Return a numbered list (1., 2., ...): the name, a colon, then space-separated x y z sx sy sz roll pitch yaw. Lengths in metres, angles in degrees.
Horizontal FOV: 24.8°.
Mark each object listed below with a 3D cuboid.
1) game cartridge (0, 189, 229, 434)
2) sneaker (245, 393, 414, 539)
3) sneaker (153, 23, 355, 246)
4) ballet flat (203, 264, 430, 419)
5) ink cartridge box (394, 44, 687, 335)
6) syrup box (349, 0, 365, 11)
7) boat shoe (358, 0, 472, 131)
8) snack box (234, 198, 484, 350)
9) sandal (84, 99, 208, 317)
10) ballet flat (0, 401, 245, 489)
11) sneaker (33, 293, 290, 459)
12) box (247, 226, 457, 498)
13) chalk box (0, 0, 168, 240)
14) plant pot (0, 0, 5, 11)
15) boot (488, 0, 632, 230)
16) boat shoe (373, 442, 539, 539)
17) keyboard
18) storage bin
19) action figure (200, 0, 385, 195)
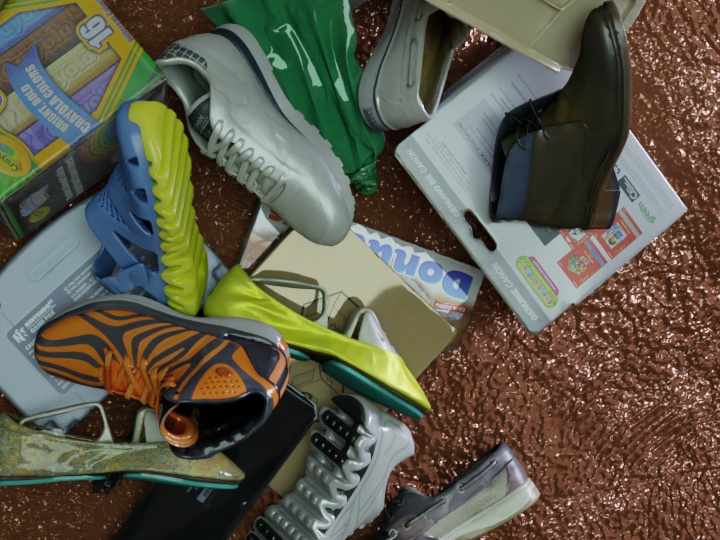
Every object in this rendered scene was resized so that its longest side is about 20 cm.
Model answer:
1. game cartridge: -0.216 0.023 1.305 0.200 0.041 0.133 -43 102 -10
2. sneaker: -0.026 0.198 1.318 0.081 0.075 0.200 24 102 -42
3. sneaker: -0.084 -0.096 1.270 0.200 0.076 0.080 53 41 7
4. ballet flat: -0.026 0.052 1.295 0.199 0.067 0.067 23 78 -9
5. ink cartridge box: 0.138 -0.074 1.364 0.175 0.084 0.200 -39 98 -12
6. syrup box: -0.057 -0.302 1.322 0.200 0.079 0.082 38 80 -10
7. boat shoe: 0.061 -0.201 1.326 0.071 0.070 0.201 49 53 -42
8. snack box: 0.000 0.000 1.360 0.199 0.024 0.072 20 88 -12
9. sandal: -0.167 -0.042 1.227 0.087 0.080 0.201 4 133 6
10. ballet flat: -0.187 0.134 1.261 0.199 0.071 0.071 2 89 -9
11. sneaker: -0.156 0.080 1.221 0.199 0.112 0.078 2 123 7
12. box: -0.043 0.069 1.335 0.163 0.021 0.200 43 89 -11
13. chalk box: -0.259 -0.114 1.239 0.200 0.124 0.124 -37 83 -12
14. plant pot: -0.350 -0.242 1.163 0.200 0.187 0.187 38 81 15
15. boot: 0.151 -0.111 1.252 0.096 0.075 0.201 -4 127 -5
16. boat shoe: 0.050 0.207 1.352 0.199 0.072 0.065 -26 84 -10
17. keyboard: -0.139 0.154 1.312 0.127 0.021 0.200 37 92 -13
18. storage bin: 0.105 -0.272 1.273 0.198 0.200 0.094 22 124 -34
19. action figure: -0.033 -0.148 1.328 0.118 0.055 0.201 -18 112 18
